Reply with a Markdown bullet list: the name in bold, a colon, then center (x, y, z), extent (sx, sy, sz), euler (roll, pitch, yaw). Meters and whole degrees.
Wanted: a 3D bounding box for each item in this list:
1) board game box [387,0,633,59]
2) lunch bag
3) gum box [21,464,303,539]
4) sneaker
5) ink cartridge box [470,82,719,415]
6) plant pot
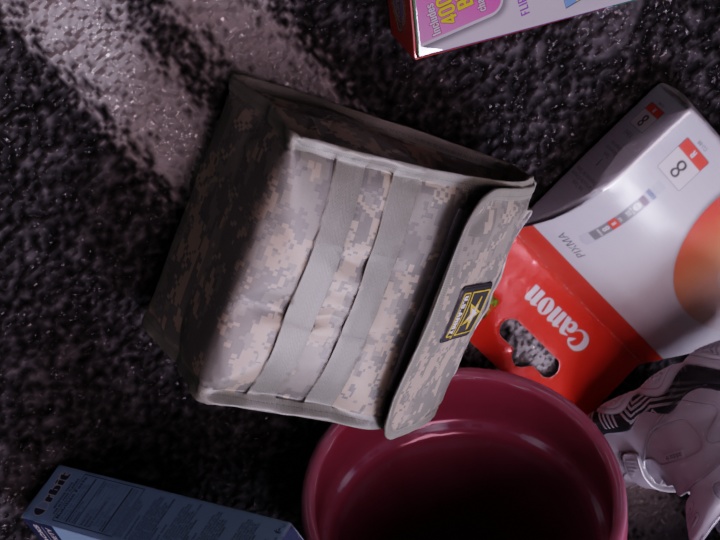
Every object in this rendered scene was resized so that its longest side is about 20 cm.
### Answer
- **board game box**: center (0.108, -0.217, 1.113), extent (0.199, 0.040, 0.154), euler (-16, 123, -15)
- **lunch bag**: center (0.000, 0.000, 1.144), extent (0.199, 0.118, 0.165), euler (12, 109, -32)
- **gum box**: center (-0.084, 0.199, 1.176), extent (0.045, 0.199, 0.170), euler (-54, 131, -27)
- **sneaker**: center (0.205, 0.128, 1.261), extent (0.075, 0.116, 0.200), euler (7, 151, -28)
- **ink cartridge box**: center (0.169, 0.004, 1.260), extent (0.200, 0.050, 0.162), euler (-46, 125, 2)
- **plant pot**: center (0.066, 0.192, 1.247), extent (0.199, 0.201, 0.180), euler (-19, 139, -12)
